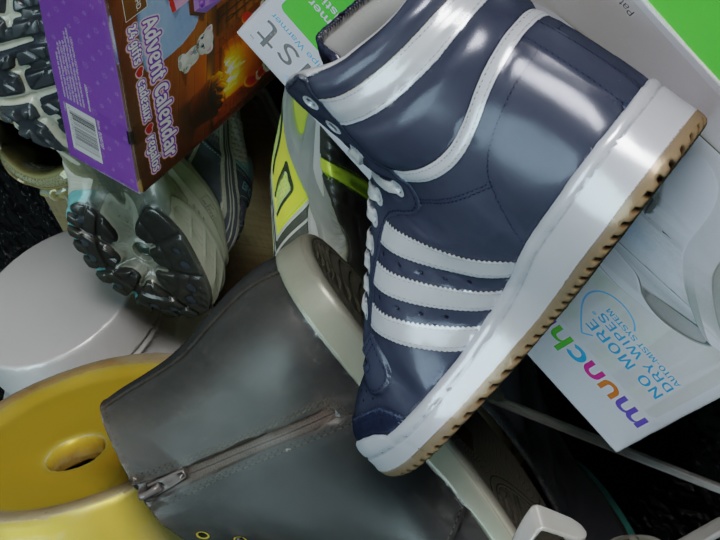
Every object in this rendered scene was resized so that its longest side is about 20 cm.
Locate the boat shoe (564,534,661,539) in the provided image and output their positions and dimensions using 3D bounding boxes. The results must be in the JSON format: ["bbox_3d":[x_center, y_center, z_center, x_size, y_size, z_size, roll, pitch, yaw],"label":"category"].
[{"bbox_3d":[0.112,0.140,1.039,0.199,0.066,0.072,34,148,-11],"label":"boat shoe"}]

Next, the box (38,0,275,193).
[{"bbox_3d":[-0.054,-0.142,0.877,0.039,0.137,0.201,28,146,28],"label":"box"}]

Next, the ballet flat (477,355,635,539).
[{"bbox_3d":[0.058,0.085,1.074,0.073,0.073,0.201,7,132,47],"label":"ballet flat"}]

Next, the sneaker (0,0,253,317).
[{"bbox_3d":[-0.091,-0.078,1.008,0.077,0.087,0.201,10,141,23],"label":"sneaker"}]

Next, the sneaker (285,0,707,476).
[{"bbox_3d":[0.019,-0.020,0.806,0.108,0.070,0.200,38,141,2],"label":"sneaker"}]

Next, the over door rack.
[{"bbox_3d":[0.107,0.114,0.923,0.199,0.148,0.067,34,110,-23],"label":"over door rack"}]

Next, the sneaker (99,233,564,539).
[{"bbox_3d":[0.000,0.092,0.950,0.200,0.106,0.075,52,-167,-12],"label":"sneaker"}]

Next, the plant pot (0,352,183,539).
[{"bbox_3d":[-0.087,0.146,1.052,0.200,0.200,0.190,9,125,46],"label":"plant pot"}]

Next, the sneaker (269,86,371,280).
[{"bbox_3d":[0.000,0.000,1.000,0.076,0.075,0.202,-150,65,-64],"label":"sneaker"}]

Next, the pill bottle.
[{"bbox_3d":[-0.093,0.078,1.181,0.112,0.112,0.200,14,146,42],"label":"pill bottle"}]

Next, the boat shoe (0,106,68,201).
[{"bbox_3d":[-0.140,-0.062,1.055,0.073,0.063,0.201,10,160,30],"label":"boat shoe"}]

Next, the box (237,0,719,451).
[{"bbox_3d":[0.085,-0.065,0.839,0.200,0.097,0.176,48,147,-5],"label":"box"}]

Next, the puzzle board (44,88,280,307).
[{"bbox_3d":[-0.078,-0.027,1.161,0.199,0.017,0.151,9,135,47],"label":"puzzle board"}]
